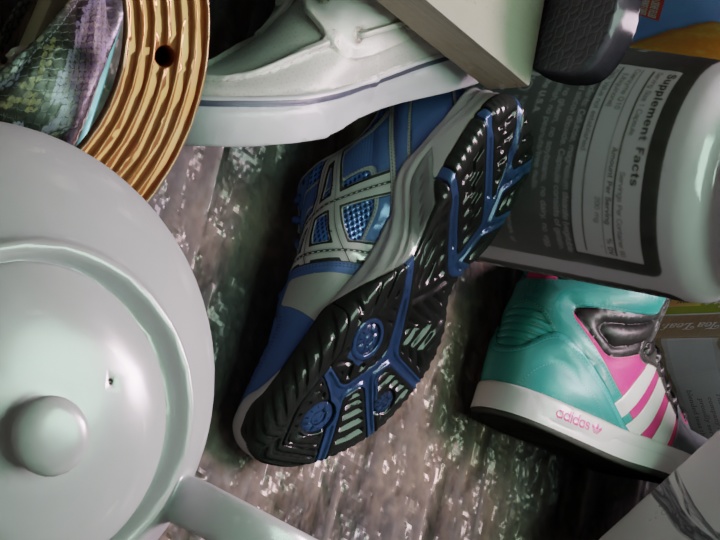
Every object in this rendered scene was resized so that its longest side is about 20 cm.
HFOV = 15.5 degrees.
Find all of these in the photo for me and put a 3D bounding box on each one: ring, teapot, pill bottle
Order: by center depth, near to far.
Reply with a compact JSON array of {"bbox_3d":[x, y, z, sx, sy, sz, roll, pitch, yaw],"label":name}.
[{"bbox_3d":[-0.124,0.045,0.908,0.199,0.146,0.199,-19,107,-24],"label":"teapot"},{"bbox_3d":[-0.150,-0.091,0.970,0.199,0.019,0.202,-4,99,-24],"label":"ring"},{"bbox_3d":[0.130,-0.048,1.247,0.114,0.199,0.115,-28,124,-54],"label":"pill bottle"}]

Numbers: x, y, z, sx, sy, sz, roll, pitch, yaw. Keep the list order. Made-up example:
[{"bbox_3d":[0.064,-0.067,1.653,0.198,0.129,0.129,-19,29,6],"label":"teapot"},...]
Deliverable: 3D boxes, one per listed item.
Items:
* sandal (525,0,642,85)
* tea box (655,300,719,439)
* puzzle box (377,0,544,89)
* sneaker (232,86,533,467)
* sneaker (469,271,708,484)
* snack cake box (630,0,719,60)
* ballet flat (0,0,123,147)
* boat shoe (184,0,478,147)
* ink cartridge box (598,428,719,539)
[{"bbox_3d":[0.096,-0.139,1.236,0.043,0.200,0.076,26,105,-22],"label":"sandal"},{"bbox_3d":[0.282,0.070,1.517,0.197,0.133,0.201,-46,124,-45],"label":"tea box"},{"bbox_3d":[0.023,-0.178,1.126,0.200,0.025,0.134,35,60,-48],"label":"puzzle box"},{"bbox_3d":[0.000,0.000,1.195,0.201,0.077,0.076,-56,144,-15],"label":"sneaker"},{"bbox_3d":[0.138,0.043,1.372,0.200,0.083,0.122,25,78,-49],"label":"sneaker"},{"bbox_3d":[0.181,-0.117,1.324,0.200,0.114,0.068,92,17,-69],"label":"snack cake box"},{"bbox_3d":[-0.114,-0.128,1.049,0.072,0.072,0.201,48,51,-41],"label":"ballet flat"},{"bbox_3d":[-0.012,-0.104,1.155,0.199,0.071,0.070,-19,115,-40],"label":"boat shoe"},{"bbox_3d":[0.194,0.171,1.348,0.200,0.083,0.147,-42,133,3],"label":"ink cartridge box"}]
